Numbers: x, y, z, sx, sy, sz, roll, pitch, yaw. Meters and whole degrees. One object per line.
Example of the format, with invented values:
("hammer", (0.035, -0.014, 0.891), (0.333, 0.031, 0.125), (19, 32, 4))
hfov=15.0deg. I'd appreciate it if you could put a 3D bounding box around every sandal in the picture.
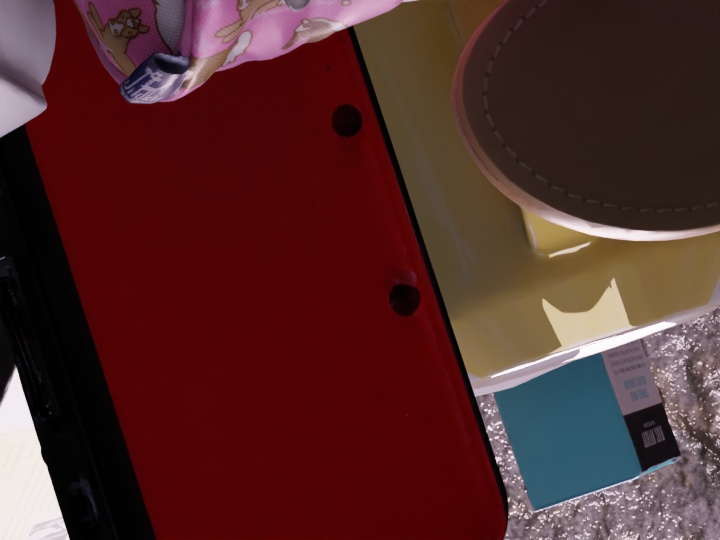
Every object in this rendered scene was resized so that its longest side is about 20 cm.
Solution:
("sandal", (0.090, -0.053, 0.714), (0.212, 0.078, 0.070), (-30, 179, -35))

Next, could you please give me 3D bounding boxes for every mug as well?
("mug", (0.038, -0.046, 0.837), (0.149, 0.153, 0.187), (-21, 174, 34))

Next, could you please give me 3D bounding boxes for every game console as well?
("game console", (-0.044, 0.005, 0.793), (0.119, 0.200, 0.172), (-17, 175, -2))

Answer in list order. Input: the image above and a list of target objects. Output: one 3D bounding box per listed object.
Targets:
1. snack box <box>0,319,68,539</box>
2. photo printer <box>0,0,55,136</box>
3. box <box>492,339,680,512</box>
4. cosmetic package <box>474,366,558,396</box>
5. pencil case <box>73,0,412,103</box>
("snack box", (-0.114, 0.056, 1.100), (0.116, 0.037, 0.200), (-15, 151, -33))
("photo printer", (-0.160, -0.046, 0.550), (0.166, 0.069, 0.200), (-19, 175, 5))
("box", (0.069, -0.006, 1.118), (0.049, 0.200, 0.082), (-21, 175, 17))
("cosmetic package", (0.000, 0.000, 0.963), (0.200, 0.101, 0.071), (-9, 166, -47))
("pencil case", (0.027, -0.099, 0.621), (0.200, 0.087, 0.083), (-17, 145, -22))
